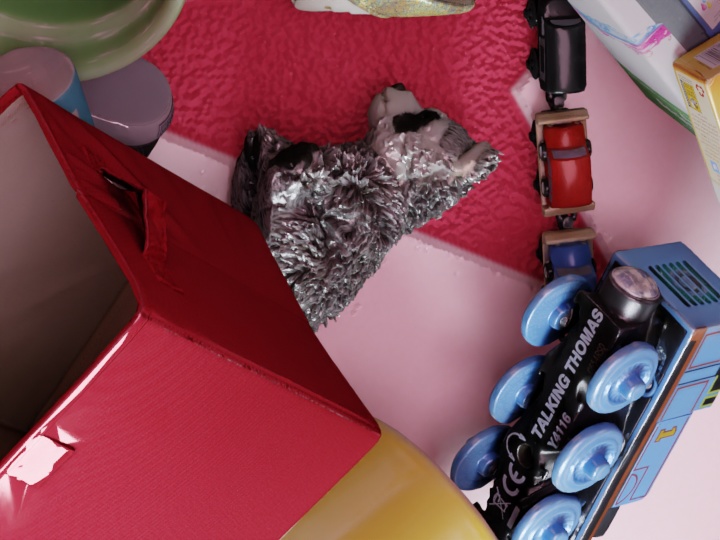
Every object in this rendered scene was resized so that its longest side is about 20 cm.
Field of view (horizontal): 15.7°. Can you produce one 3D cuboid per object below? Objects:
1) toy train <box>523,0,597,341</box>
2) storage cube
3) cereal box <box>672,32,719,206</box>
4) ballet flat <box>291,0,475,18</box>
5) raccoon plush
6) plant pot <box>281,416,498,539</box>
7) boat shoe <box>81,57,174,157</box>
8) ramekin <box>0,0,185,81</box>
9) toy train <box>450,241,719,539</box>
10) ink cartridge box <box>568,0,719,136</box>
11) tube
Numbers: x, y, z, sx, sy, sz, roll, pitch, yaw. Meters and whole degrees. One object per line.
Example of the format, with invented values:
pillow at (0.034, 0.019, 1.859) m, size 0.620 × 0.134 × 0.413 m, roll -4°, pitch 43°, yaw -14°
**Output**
toy train at (0.113, -0.055, 1.432) m, size 0.034 × 0.046 × 0.201 m, roll -7°, pitch 104°, yaw -10°
storage cube at (-0.129, 0.053, 1.245) m, size 0.200 × 0.171 × 0.180 m, roll -45°, pitch 138°, yaw 13°
cereal box at (0.257, -0.057, 1.382) m, size 0.144 × 0.040 × 0.200 m, roll -31°, pitch 122°, yaw -14°
ballet flat at (-0.036, -0.174, 1.370) m, size 0.199 × 0.071 × 0.071 m, roll 27°, pitch 96°, yaw -17°
raccoon plush at (0.000, 0.000, 1.400) m, size 0.133 × 0.097 × 0.201 m, roll 3°, pitch 103°, yaw -17°
plant pot at (-0.026, 0.186, 1.393) m, size 0.189 × 0.201 × 0.201 m, roll -41°, pitch 108°, yaw -16°
boat shoe at (-0.195, -0.103, 1.348) m, size 0.199 × 0.069 × 0.057 m, roll 23°, pitch 142°, yaw -4°
ramekin at (-0.161, -0.200, 1.270) m, size 0.199 × 0.098 × 0.201 m, roll 12°, pitch 134°, yaw 12°
toy train at (0.130, 0.077, 1.425) m, size 0.114 × 0.087 × 0.200 m, roll -8°, pitch 133°, yaw -40°
ink cartridge box at (0.178, -0.175, 1.356) m, size 0.145 × 0.088 × 0.200 m, roll -45°, pitch 134°, yaw 1°
tube at (-0.148, -0.020, 1.323) m, size 0.077 × 0.051 × 0.200 m, roll -8°, pitch 132°, yaw 3°
